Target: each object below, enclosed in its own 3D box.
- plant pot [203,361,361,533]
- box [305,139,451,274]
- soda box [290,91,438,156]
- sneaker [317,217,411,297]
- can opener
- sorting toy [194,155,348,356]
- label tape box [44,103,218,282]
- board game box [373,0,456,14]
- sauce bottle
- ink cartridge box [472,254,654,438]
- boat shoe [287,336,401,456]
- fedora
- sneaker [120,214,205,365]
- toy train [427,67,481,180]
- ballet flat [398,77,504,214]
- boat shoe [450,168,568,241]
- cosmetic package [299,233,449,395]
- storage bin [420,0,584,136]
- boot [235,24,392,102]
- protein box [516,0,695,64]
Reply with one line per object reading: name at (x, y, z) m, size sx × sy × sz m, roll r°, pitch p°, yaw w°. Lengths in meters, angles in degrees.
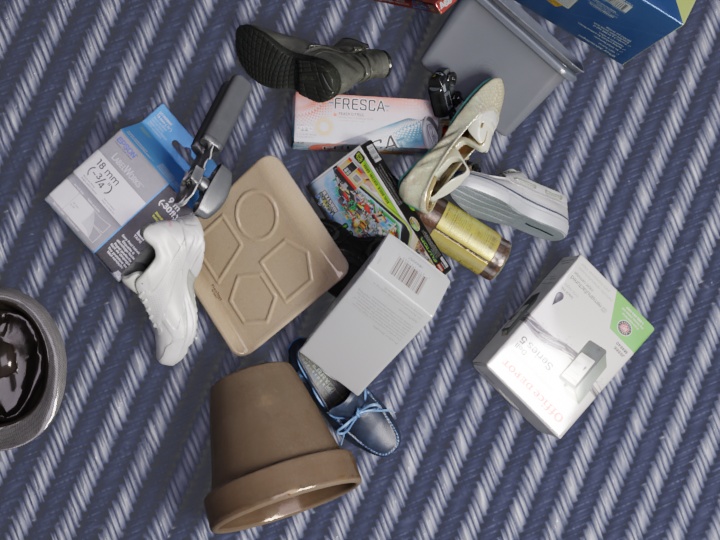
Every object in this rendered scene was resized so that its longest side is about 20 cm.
plant pot at (-0.114, 0.215, 1.274) m, size 0.197 × 0.201 × 0.177 m, roll -15°, pitch 72°, yaw -7°
box at (0.023, -0.057, 1.335) m, size 0.109 × 0.035 × 0.202 m, roll -32°, pitch 91°, yaw 35°
soda box at (0.005, -0.196, 1.356) m, size 0.196 × 0.064 × 0.070 m, roll 2°, pitch 87°, yaw -6°
sneaker at (0.000, 0.000, 1.316) m, size 0.197 × 0.092 × 0.076 m, roll 22°, pitch 40°, yaw 26°
can opener at (-0.183, -0.158, 1.310) m, size 0.066 × 0.053 × 0.202 m, roll 35°, pitch 60°, yaw -25°
sorting toy at (-0.132, -0.018, 1.307) m, size 0.199 × 0.036 × 0.187 m, roll -38°, pitch 82°, yaw 20°
label tape box at (-0.287, -0.106, 1.315) m, size 0.200 × 0.063 × 0.144 m, roll -43°, pitch 94°, yaw -6°
board game box at (0.091, -0.382, 1.313) m, size 0.103 × 0.200 × 0.020 m, roll -42°, pitch 120°, yaw -7°
sauce bottle at (0.109, -0.064, 1.362) m, size 0.198 × 0.065 × 0.065 m, roll 34°, pitch 84°, yaw -5°
ink cartridge box at (0.272, 0.103, 1.365) m, size 0.145 × 0.084 × 0.200 m, roll 43°, pitch 83°, yaw -4°
boat shoe at (-0.026, 0.175, 1.333) m, size 0.199 × 0.069 × 0.085 m, roll 40°, pitch 84°, yaw -4°
fedora at (-0.454, 0.125, 1.271) m, size 0.174 × 0.090 × 0.204 m, roll -12°, pitch 83°, yaw -9°
sneaker at (-0.257, 0.025, 1.281) m, size 0.098 × 0.078 × 0.204 m, roll -1°, pitch 109°, yaw -26°
toy train at (0.127, -0.170, 1.344) m, size 0.046 × 0.034 × 0.203 m, roll -41°, pitch 125°, yaw -35°
ballet flat at (0.131, -0.154, 1.291) m, size 0.062 × 0.067 × 0.201 m, roll 42°, pitch 93°, yaw 30°
boat shoe at (0.201, -0.101, 1.364) m, size 0.198 × 0.073 × 0.068 m, roll 23°, pitch 66°, yaw -33°
cosmetic package at (0.015, 0.058, 1.246) m, size 0.101 × 0.200 × 0.074 m, roll 37°, pitch 46°, yaw -3°
storage bin at (0.181, -0.288, 1.357) m, size 0.199 × 0.146 × 0.135 m, roll 41°, pitch 111°, yaw -4°
boot at (-0.063, -0.283, 1.346) m, size 0.198 × 0.069 × 0.130 m, roll 30°, pitch 39°, yaw 30°
protein box at (0.332, -0.402, 1.336) m, size 0.196 × 0.200 × 0.137 m, roll 29°, pitch 84°, yaw -5°
